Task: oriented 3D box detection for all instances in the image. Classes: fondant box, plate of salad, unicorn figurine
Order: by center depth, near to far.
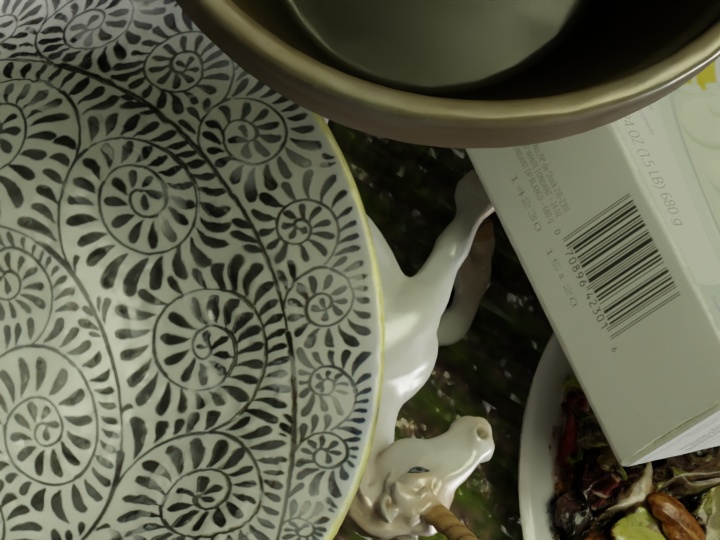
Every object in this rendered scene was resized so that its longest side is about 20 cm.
[{"bbox_3d":[0.000,0.000,0.951,0.200,0.074,0.137,43,57,3],"label":"unicorn figurine"},{"bbox_3d":[0.128,-0.021,0.992,0.200,0.058,0.145,-6,67,-53],"label":"fondant box"},{"bbox_3d":[0.142,0.083,1.026,0.199,0.048,0.201,10,72,-31],"label":"plate of salad"}]

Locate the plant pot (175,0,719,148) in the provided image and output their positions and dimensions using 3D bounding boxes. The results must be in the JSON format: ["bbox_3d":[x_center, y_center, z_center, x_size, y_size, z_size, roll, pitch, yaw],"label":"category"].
[{"bbox_3d":[0.028,-0.120,0.831,0.199,0.174,0.201,0,81,-1],"label":"plant pot"}]

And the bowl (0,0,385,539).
[{"bbox_3d":[-0.098,0.017,0.852,0.200,0.094,0.202,7,79,-37],"label":"bowl"}]
